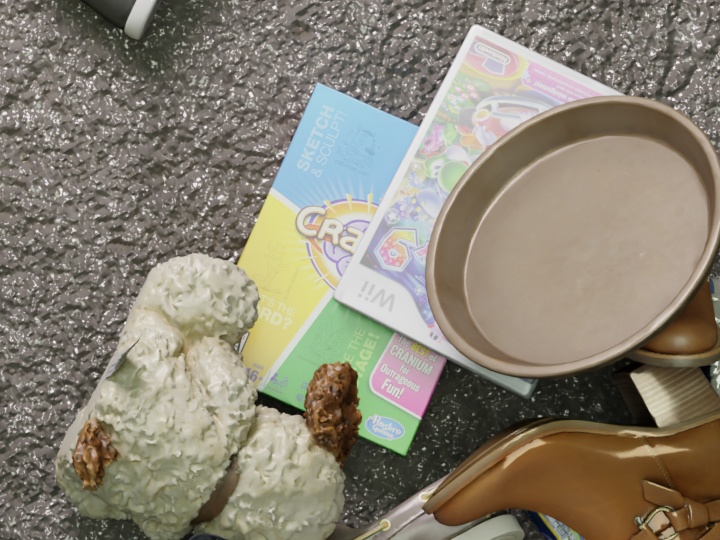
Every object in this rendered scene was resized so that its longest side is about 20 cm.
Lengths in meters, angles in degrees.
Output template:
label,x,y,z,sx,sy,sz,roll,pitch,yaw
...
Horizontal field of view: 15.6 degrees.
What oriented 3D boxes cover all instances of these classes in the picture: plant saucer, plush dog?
label,x,y,z,sx,sy,sz,roll,pitch,yaw
plant saucer,0.133,-0.017,1.600,0.199,0.029,0.201,-17,50,22
plush dog,-0.089,0.117,1.625,0.171,0.161,0.200,26,112,-8

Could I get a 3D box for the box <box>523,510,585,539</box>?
label,x,y,z,sx,sy,sz,roll,pitch,yaw
box,0.187,0.206,1.684,0.064,0.070,0.200,-38,87,-6

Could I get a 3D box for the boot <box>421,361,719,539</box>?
label,x,y,z,sx,sy,sz,roll,pitch,yaw
boot,0.153,0.154,1.624,0.199,0.077,0.156,-27,91,-9

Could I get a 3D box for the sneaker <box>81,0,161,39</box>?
label,x,y,z,sx,sy,sz,roll,pitch,yaw
sneaker,-0.146,-0.261,1.717,0.099,0.071,0.201,25,89,-4

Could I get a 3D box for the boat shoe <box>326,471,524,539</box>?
label,x,y,z,sx,sy,sz,roll,pitch,yaw
boat shoe,0.004,0.187,1.686,0.199,0.072,0.060,-26,68,2

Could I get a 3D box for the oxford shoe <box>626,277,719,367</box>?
label,x,y,z,sx,sy,sz,roll,pitch,yaw
oxford shoe,0.184,0.002,1.632,0.071,0.200,0.072,0,114,-3

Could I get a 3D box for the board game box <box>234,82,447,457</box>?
label,x,y,z,sx,sy,sz,roll,pitch,yaw
board game box,0.000,0.000,1.713,0.152,0.040,0.201,23,85,1

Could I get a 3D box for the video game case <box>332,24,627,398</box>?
label,x,y,z,sx,sy,sz,roll,pitch,yaw
video game case,0.090,-0.039,1.676,0.143,0.018,0.201,27,85,12

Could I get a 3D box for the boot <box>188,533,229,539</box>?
label,x,y,z,sx,sy,sz,roll,pitch,yaw
boot,-0.137,0.219,1.616,0.165,0.200,0.066,36,51,-5

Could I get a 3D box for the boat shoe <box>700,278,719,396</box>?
label,x,y,z,sx,sy,sz,roll,pitch,yaw
boat shoe,0.254,0.105,1.693,0.072,0.072,0.201,1,85,-2
